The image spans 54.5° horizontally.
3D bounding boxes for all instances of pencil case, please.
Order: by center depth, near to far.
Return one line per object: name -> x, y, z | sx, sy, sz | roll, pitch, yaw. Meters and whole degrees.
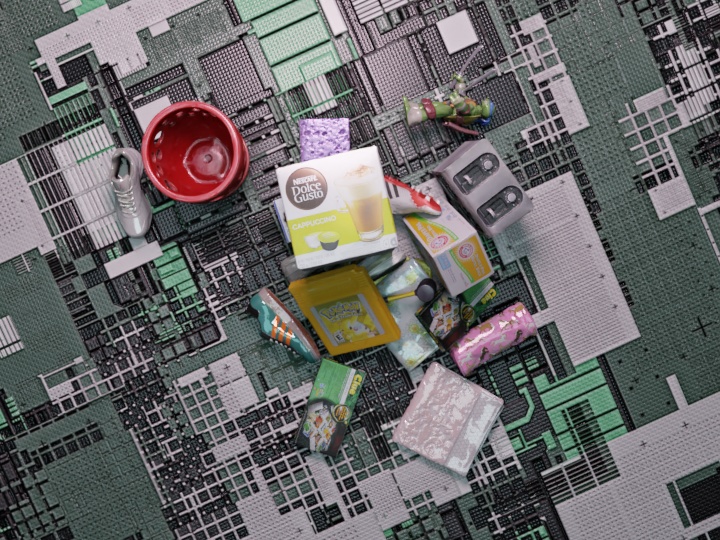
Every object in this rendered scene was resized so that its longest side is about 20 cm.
pencil case -> 0.290, 0.149, 1.527 | 0.199, 0.087, 0.083 | -31, 73, 2

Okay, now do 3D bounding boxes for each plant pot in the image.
plant pot -> -0.335, -0.236, 1.457 | 0.198, 0.183, 0.202 | 0, 92, -1

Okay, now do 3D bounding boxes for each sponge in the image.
sponge -> -0.075, -0.232, 1.537 | 0.110, 0.030, 0.202 | -2, 93, 0

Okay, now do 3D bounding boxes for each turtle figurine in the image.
turtle figurine -> 0.185, -0.381, 1.482 | 0.192, 0.201, 0.145 | -9, 58, 4

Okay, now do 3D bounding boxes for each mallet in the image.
mallet -> 0.065, 0.061, 1.469 | 0.198, 0.066, 0.041 | -15, 99, 5

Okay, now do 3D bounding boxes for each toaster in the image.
toaster -> 0.252, -0.179, 1.472 | 0.118, 0.200, 0.181 | -37, 100, 3

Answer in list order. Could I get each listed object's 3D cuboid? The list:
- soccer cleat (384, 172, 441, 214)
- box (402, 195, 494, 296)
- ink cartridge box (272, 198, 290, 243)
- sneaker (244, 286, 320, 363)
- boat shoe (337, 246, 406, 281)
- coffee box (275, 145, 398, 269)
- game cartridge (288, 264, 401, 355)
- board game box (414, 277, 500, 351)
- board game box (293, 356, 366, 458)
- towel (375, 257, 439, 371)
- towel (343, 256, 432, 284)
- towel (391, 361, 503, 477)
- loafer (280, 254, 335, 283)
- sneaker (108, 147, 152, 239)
soccer cleat -> 0.090, -0.145, 1.487 | 0.199, 0.068, 0.086 | 32, 105, 37
box -> 0.179, -0.054, 1.447 | 0.101, 0.200, 0.113 | -30, 121, 0
ink cartridge box -> -0.080, -0.137, 1.508 | 0.198, 0.039, 0.100 | -19, 93, -1
sneaker -> -0.172, 0.135, 1.531 | 0.080, 0.071, 0.200 | -42, 86, 4
boat shoe -> 0.001, -0.001, 1.510 | 0.201, 0.074, 0.065 | -29, 80, -1
coffee box -> -0.045, -0.116, 1.388 | 0.198, 0.200, 0.200 | -13, 89, -1
game cartridge -> -0.032, 0.086, 1.472 | 0.175, 0.033, 0.201 | -16, 123, 24
board game box -> 0.211, 0.071, 1.504 | 0.200, 0.023, 0.105 | -41, 97, -27
board game box -> -0.068, 0.303, 1.550 | 0.104, 0.023, 0.202 | 20, 92, 0
towel -> 0.110, 0.098, 1.529 | 0.171, 0.048, 0.200 | -39, 96, 5
towel -> 0.061, 0.004, 1.552 | 0.198, 0.018, 0.087 | 12, 93, -1
towel -> 0.196, 0.333, 1.558 | 0.190, 0.032, 0.201 | 28, 90, -1
loafer -> -0.076, -0.029, 1.528 | 0.199, 0.070, 0.070 | -24, 97, 8
sneaker -> -0.505, -0.167, 1.499 | 0.077, 0.099, 0.202 | -11, 92, 0
